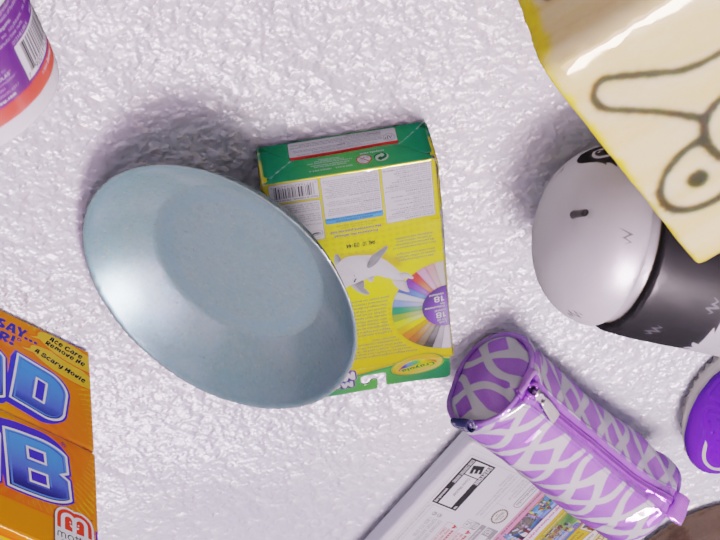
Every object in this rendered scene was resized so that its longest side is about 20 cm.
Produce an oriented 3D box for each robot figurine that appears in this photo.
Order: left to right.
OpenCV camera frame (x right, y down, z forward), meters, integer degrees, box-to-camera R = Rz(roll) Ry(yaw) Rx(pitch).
[{"bbox_3d":[0.210,-0.014,1.362,0.199,0.125,0.151,12,122,-19],"label":"robot figurine"}]

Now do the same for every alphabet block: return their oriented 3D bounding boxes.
[{"bbox_3d":[0.213,-0.163,1.186,0.199,0.197,0.195,-31,127,16],"label":"alphabet block"}]

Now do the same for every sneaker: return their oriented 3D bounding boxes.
[{"bbox_3d":[0.304,0.090,1.478,0.069,0.100,0.200,23,122,-24],"label":"sneaker"}]

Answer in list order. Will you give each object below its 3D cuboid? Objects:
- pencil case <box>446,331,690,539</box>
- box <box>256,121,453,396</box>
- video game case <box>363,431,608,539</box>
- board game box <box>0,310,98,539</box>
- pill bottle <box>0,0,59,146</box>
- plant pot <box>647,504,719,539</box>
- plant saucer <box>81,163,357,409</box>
[{"bbox_3d":[0.149,0.120,1.486,0.085,0.084,0.200,-5,147,47],"label":"pencil case"},{"bbox_3d":[0.000,0.000,1.386,0.116,0.049,0.201,-9,128,-3],"label":"box"},{"bbox_3d":[0.097,0.220,1.605,0.181,0.022,0.200,25,121,-27],"label":"video game case"},{"bbox_3d":[-0.310,0.142,1.350,0.199,0.200,0.200,29,120,-29],"label":"board game box"},{"bbox_3d":[-0.254,-0.168,1.155,0.111,0.112,0.201,-17,130,5],"label":"pill bottle"},{"bbox_3d":[0.312,0.307,1.617,0.199,0.175,0.201,-4,130,-5],"label":"plant pot"},{"bbox_3d":[-0.085,0.003,1.341,0.200,0.039,0.202,17,135,18],"label":"plant saucer"}]
